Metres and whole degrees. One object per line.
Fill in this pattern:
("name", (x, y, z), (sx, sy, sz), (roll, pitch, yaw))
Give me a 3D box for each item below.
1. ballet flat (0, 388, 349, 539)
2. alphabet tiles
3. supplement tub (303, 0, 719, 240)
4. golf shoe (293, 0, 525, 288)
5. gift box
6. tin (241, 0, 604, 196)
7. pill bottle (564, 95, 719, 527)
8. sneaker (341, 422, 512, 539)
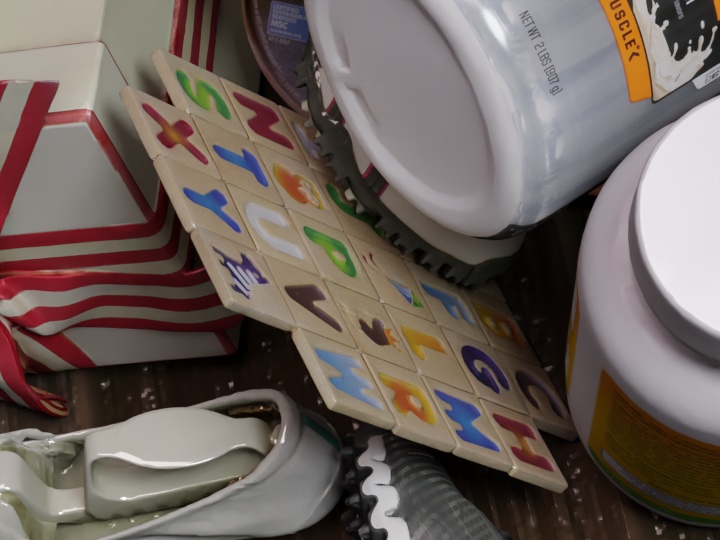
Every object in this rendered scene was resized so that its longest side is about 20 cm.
("ballet flat", (-0.105, 0.081, 1.047), (0.199, 0.070, 0.070), (-14, 56, 8))
("alphabet tiles", (0.000, 0.000, 0.997), (0.006, 0.200, 0.167), (-43, 52, 20))
("supplement tub", (0.090, -0.107, 0.953), (0.200, 0.123, 0.122), (-33, 55, -24))
("golf shoe", (0.017, -0.089, 1.021), (0.088, 0.201, 0.077), (-23, 11, 29))
("gift box", (-0.129, -0.064, 1.071), (0.199, 0.185, 0.188), (-7, 56, 21))
("tin", (0.055, -0.096, 1.076), (0.199, 0.113, 0.042), (14, 25, 9))
("pill bottle", (0.125, 0.012, 0.929), (0.110, 0.200, 0.112), (-1, 74, 2))
("sneaker", (0.052, 0.126, 0.978), (0.090, 0.067, 0.200), (-11, 44, -13))
